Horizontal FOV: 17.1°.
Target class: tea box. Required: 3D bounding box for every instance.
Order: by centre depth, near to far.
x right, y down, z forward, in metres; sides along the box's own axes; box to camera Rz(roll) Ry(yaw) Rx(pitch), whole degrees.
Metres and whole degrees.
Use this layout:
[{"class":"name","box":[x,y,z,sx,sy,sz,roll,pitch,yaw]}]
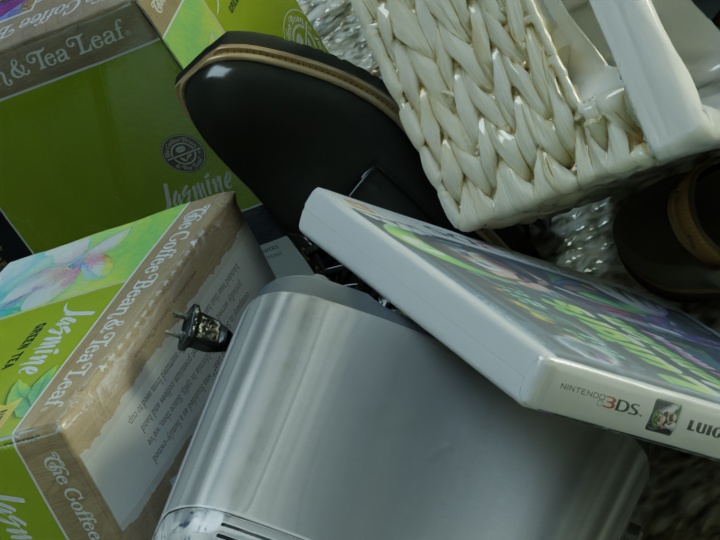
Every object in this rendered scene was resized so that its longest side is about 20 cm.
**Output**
[{"class":"tea box","box":[-0.137,0.089,1.028,0.196,0.134,0.200,-16,22,25]},{"class":"tea box","box":[-0.126,-0.070,1.234,0.199,0.197,0.134,-16,34,28]}]

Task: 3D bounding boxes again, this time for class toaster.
[{"class":"toaster","box":[0.003,0.093,0.889,0.114,0.199,0.129,114,180,-53]}]

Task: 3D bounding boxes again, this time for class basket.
[{"class":"basket","box":[0.101,-0.099,1.035,0.123,0.136,0.200,-26,-4,27]}]

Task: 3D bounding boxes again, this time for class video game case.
[{"class":"video game case","box":[0.092,0.028,0.910,0.200,0.181,0.023,38,109,59]}]

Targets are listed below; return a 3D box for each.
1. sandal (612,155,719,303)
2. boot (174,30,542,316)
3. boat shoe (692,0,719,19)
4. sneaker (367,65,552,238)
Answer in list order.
[{"class":"sandal","box":[0.162,-0.020,1.003,0.080,0.054,0.200,-30,18,-7]},{"class":"boot","box":[0.000,0.000,1.007,0.077,0.200,0.139,-40,25,36]},{"class":"boat shoe","box":[0.140,-0.143,1.221,0.200,0.071,0.091,-40,15,-7]},{"class":"sneaker","box":[0.043,-0.052,1.185,0.070,0.109,0.200,-32,-1,7]}]
